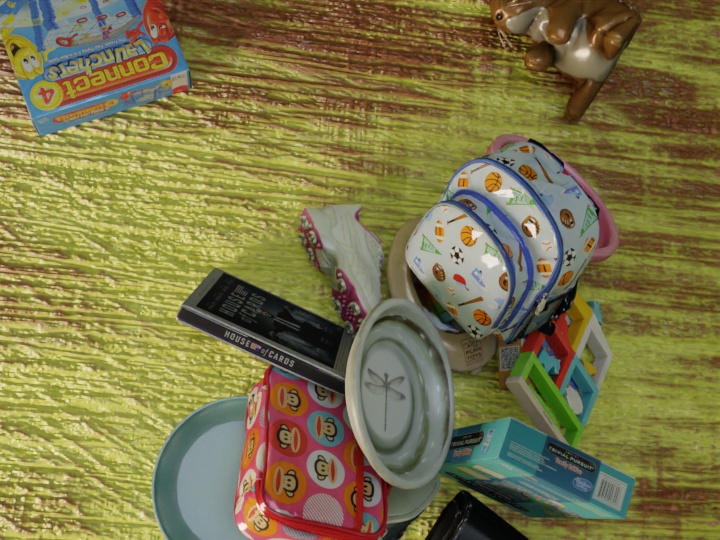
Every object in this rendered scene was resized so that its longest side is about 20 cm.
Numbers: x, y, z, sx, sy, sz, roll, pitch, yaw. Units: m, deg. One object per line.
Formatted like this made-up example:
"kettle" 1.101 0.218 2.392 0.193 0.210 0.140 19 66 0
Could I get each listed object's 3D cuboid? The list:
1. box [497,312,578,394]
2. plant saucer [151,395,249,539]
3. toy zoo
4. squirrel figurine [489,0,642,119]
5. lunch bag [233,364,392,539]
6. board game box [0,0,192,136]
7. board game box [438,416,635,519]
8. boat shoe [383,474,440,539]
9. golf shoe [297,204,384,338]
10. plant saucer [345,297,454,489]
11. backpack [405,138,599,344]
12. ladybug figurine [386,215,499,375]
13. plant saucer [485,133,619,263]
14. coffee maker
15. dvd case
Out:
"box" 0.215 0.049 1.073 0.119 0.041 0.201 13 74 -43
"plant saucer" -0.135 0.245 1.003 0.199 0.036 0.201 2 76 -8
"toy zoo" 0.246 0.106 1.049 0.131 0.020 0.200 53 49 -23
"squirrel figurine" 0.270 -0.341 1.173 0.186 0.142 0.200 32 60 10
"lunch bag" -0.039 0.206 0.948 0.175 0.082 0.201 20 44 -21
"board game box" -0.336 -0.292 1.087 0.199 0.056 0.197 -21 81 -13
"board game box" 0.177 0.220 0.963 0.150 0.200 0.047 27 70 -9
"boat shoe" 0.011 0.288 0.999 0.074 0.066 0.199 36 45 24
"golf shoe" 0.000 0.000 1.054 0.091 0.075 0.201 -18 70 -23
"plant saucer" 0.034 0.132 0.943 0.050 0.200 0.201 -11 74 34
"backpack" 0.151 -0.035 0.937 0.200 0.191 0.154 45 45 17
"ladybug figurine" 0.097 0.034 1.067 0.135 0.072 0.201 -15 79 -20
"plant saucer" 0.228 -0.081 1.086 0.200 0.051 0.201 26 36 -21
"coffee maker" 0.173 0.337 0.985 0.200 0.135 0.192 35 68 1
"dvd case" -0.096 0.066 0.999 0.199 0.150 0.025 26 106 -3
